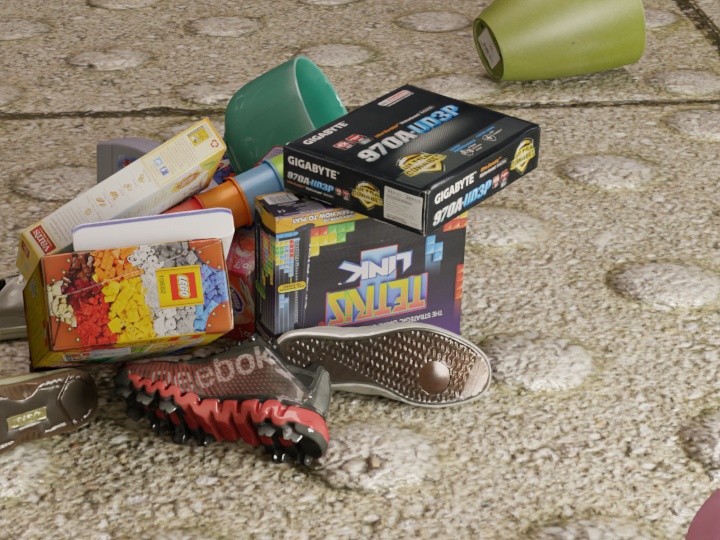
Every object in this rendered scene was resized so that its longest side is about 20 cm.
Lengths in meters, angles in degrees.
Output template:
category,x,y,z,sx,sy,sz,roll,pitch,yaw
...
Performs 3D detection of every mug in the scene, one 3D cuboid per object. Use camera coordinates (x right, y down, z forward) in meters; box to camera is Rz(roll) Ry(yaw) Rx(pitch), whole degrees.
category,x,y,z,sx,sy,sz,roll,pitch,yaw
mug,-0.074,-0.129,1.887,0.114,0.186,0.152,-25,10,17

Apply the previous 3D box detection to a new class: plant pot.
category,x,y,z,sx,sy,sz,roll,pitch,yaw
plant pot,0.264,-0.341,2.376,0.199,0.188,0.187,-23,29,-13

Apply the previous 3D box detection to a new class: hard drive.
category,x,y,z,sx,sy,sz,roll,pitch,yaw
hard drive,-0.180,-0.020,1.486,0.131,0.026,0.200,-7,-7,-8

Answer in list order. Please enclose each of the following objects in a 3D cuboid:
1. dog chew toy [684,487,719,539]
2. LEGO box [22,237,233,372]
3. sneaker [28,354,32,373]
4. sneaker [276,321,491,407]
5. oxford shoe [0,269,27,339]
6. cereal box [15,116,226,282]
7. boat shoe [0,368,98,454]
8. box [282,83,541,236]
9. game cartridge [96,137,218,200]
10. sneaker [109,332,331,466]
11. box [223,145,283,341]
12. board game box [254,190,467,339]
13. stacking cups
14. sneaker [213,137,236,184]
category,x,y,z,sx,sy,sz,roll,pitch,yaw
dog chew toy,0.304,0.227,1.152,0.123,0.125,0.200,-9,34,-20
LEGO box,-0.201,0.032,1.443,0.148,0.078,0.200,-6,-7,-16
sneaker,-0.241,0.044,1.619,0.077,0.085,0.201,-33,19,40
sneaker,0.017,0.077,1.538,0.198,0.074,0.085,8,2,-7
oxford shoe,-0.315,0.027,1.672,0.198,0.058,0.075,-7,21,-21
cereal box,-0.221,-0.057,1.563,0.199,0.040,0.144,-33,-3,-18
boat shoe,-0.325,0.124,1.457,0.199,0.072,0.076,-5,8,-41
box,0.050,-0.105,1.566,0.158,0.046,0.200,20,32,31
game cartridge,-0.213,-0.064,1.781,0.041,0.134,0.199,-19,30,-36
sneaker,-0.113,0.099,1.456,0.199,0.071,0.099,9,59,16
box,-0.089,-0.026,1.689,0.099,0.096,0.200,14,42,28
board game box,0.000,0.000,1.592,0.198,0.167,0.057,-11,28,-23
stacking cups,-0.099,-0.076,1.632,0.199,0.061,0.060,-24,30,-14
sneaker,-0.164,-0.093,1.940,0.199,0.076,0.078,-24,41,-28
